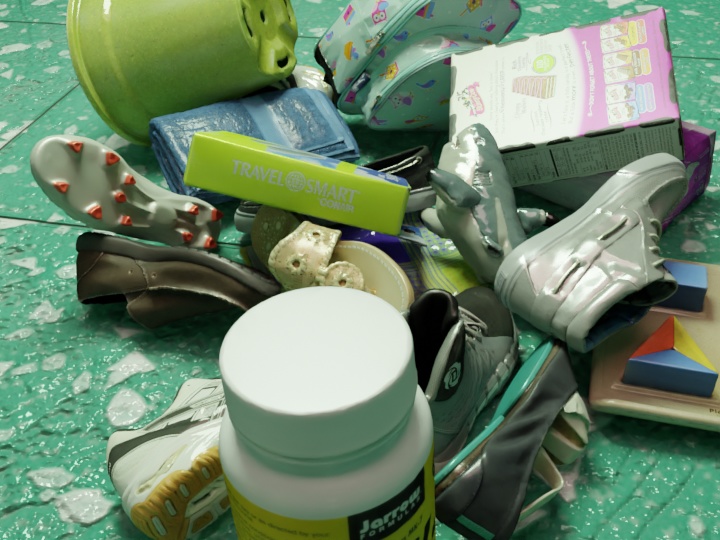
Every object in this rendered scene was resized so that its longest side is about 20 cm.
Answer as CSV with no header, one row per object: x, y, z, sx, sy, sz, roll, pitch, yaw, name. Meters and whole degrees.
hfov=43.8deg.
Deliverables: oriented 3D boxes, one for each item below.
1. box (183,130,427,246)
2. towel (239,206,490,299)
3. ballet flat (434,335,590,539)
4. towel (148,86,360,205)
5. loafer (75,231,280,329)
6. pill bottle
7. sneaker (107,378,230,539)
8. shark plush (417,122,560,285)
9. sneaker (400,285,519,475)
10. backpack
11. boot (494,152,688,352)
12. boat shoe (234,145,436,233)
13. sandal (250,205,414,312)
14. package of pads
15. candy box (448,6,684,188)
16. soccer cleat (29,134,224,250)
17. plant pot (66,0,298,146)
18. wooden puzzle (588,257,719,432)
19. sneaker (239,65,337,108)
-0.038,-0.072,0.757,0.199,0.048,0.122,14,9,-1,box
0.000,0.000,0.792,0.199,0.023,0.144,-11,36,-9,towel
0.110,0.114,0.595,0.073,0.073,0.200,16,29,25,ballet flat
-0.108,-0.133,0.919,0.199,0.049,0.112,-18,65,-27,towel
-0.157,0.017,0.756,0.199,0.071,0.073,9,-6,27,loafer
-0.015,0.116,0.488,0.114,0.201,0.114,-3,37,2,pill bottle
-0.081,0.094,0.616,0.200,0.076,0.088,-28,42,-29,sneaker
0.126,-0.034,0.732,0.083,0.091,0.200,-32,60,-13,shark plush
0.069,0.047,0.643,0.075,0.116,0.200,10,39,19,sneaker
0.069,-0.246,0.947,0.175,0.200,0.154,-4,54,-38,backpack
0.203,-0.011,0.675,0.200,0.074,0.096,-35,50,-19,boot
-0.024,-0.077,0.852,0.199,0.057,0.069,-9,17,0,boat shoe
-0.049,-0.005,0.706,0.069,0.078,0.212,14,14,-39,sandal
0.228,-0.113,0.876,0.200,0.076,0.120,28,52,37,package of pads
0.183,-0.152,0.818,0.199,0.061,0.137,-7,55,20,candy box
-0.210,-0.061,0.793,0.077,0.200,0.070,8,78,42,soccer cleat
-0.174,-0.249,0.959,0.184,0.201,0.201,-9,33,24,plant pot
0.273,0.044,0.677,0.184,0.046,0.200,8,38,12,wooden puzzle
-0.123,-0.216,1.052,0.200,0.076,0.088,24,45,34,sneaker
